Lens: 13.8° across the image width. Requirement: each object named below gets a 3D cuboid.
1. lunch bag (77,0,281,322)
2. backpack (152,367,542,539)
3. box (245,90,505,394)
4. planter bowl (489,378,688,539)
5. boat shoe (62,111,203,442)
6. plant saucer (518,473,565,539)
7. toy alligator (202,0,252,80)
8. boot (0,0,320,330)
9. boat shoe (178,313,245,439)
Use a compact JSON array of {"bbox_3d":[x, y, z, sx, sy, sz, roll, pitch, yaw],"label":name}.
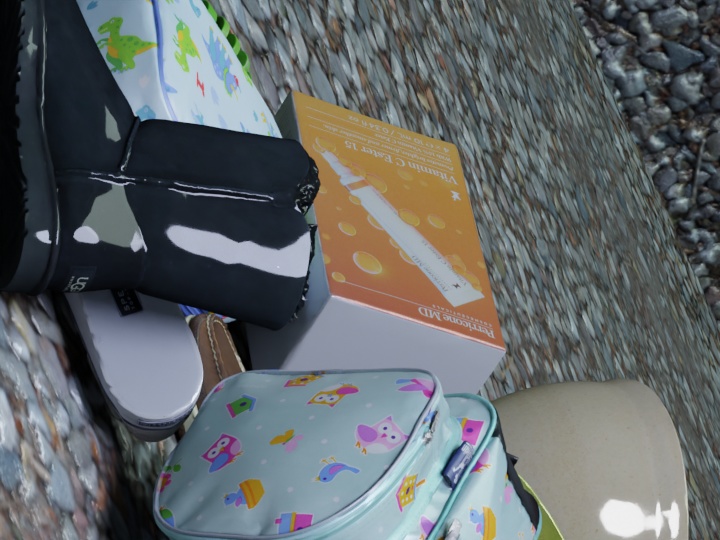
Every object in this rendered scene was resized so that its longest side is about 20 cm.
[{"bbox_3d":[-0.105,-0.070,1.722,0.200,0.082,0.161,56,17,-44],"label":"lunch bag"},{"bbox_3d":[-0.020,0.148,1.506,0.153,0.175,0.200,60,41,-40],"label":"backpack"},{"bbox_3d":[0.000,0.000,1.840,0.124,0.098,0.200,17,36,-24],"label":"box"},{"bbox_3d":[0.099,0.162,1.851,0.200,0.134,0.201,-174,-90,-71],"label":"planter bowl"},{"bbox_3d":[-0.131,-0.003,1.582,0.070,0.071,0.201,111,-40,-68],"label":"boat shoe"},{"bbox_3d":[0.057,0.183,1.690,0.200,0.031,0.200,31,43,-35],"label":"plant saucer"},{"bbox_3d":[-0.115,-0.157,1.876,0.059,0.054,0.200,-93,158,-53],"label":"toy alligator"},{"bbox_3d":[-0.110,-0.067,1.529,0.168,0.076,0.201,7,60,-28],"label":"boot"},{"bbox_3d":[-0.050,0.114,1.680,0.075,0.075,0.203,26,45,-71],"label":"boat shoe"}]
